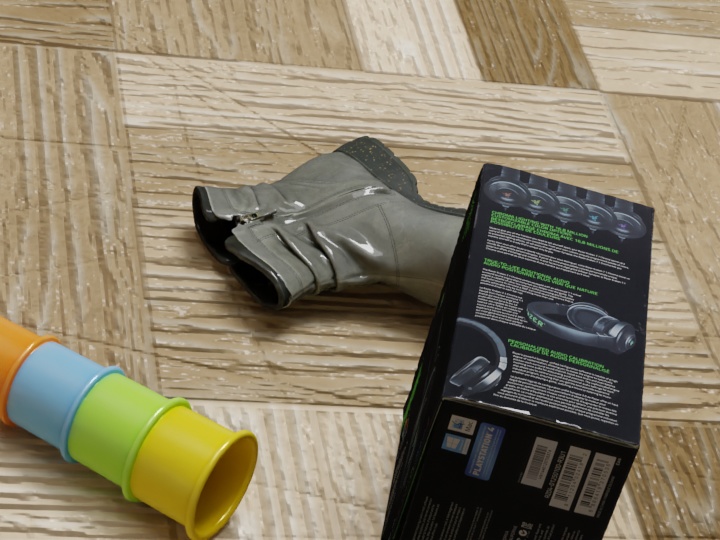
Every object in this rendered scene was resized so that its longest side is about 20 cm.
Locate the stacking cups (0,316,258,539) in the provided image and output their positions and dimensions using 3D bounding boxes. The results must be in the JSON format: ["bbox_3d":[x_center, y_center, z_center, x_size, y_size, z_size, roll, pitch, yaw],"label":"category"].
[{"bbox_3d":[-0.149,0.068,1.101,0.199,0.061,0.060,24,37,21],"label":"stacking cups"}]

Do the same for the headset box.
[{"bbox_3d":[0.073,0.071,1.061,0.092,0.175,0.200,15,38,-1],"label":"headset box"}]

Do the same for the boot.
[{"bbox_3d":[0.000,0.000,1.234,0.130,0.068,0.200,-22,42,-32],"label":"boot"}]
